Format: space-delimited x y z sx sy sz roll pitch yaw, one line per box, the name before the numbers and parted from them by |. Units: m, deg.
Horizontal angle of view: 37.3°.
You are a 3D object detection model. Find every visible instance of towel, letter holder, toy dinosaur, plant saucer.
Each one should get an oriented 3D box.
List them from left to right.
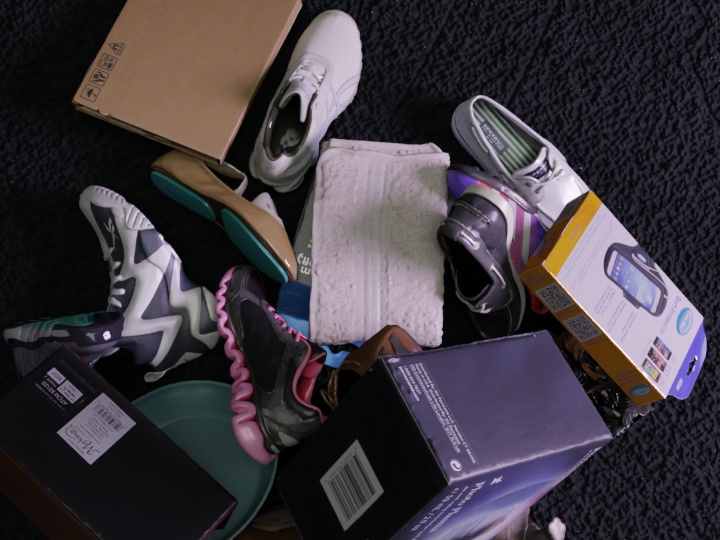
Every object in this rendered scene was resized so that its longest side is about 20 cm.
letter holder | -0.221 0.187 0.913 0.200 0.142 0.101 40 58 8
plant saucer | -0.170 0.196 1.013 0.200 0.036 0.200 -8 48 9
towel | 0.018 -0.027 1.026 0.132 0.034 0.200 2 84 -5
toy dinosaur | 0.227 0.102 1.069 0.200 0.102 0.136 -40 73 9

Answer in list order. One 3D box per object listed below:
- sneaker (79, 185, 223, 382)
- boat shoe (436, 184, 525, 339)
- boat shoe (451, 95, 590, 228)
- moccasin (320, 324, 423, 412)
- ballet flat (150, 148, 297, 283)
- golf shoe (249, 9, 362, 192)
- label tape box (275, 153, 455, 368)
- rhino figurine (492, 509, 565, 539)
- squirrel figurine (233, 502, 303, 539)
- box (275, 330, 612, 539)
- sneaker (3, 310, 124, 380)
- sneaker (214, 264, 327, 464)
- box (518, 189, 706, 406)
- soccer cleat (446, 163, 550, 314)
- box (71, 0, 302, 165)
sneaker | -0.235 0.023 1.043 0.130 0.079 0.199 -43 99 -15
boat shoe | 0.112 0.008 1.025 0.072 0.200 0.068 20 58 29
boat shoe | 0.172 -0.099 1.092 0.200 0.067 0.074 39 83 0
moccasin | 0.002 0.115 0.992 0.078 0.201 0.074 -40 88 -23
ballet flat | -0.122 -0.065 1.046 0.200 0.069 0.063 37 67 21
golf shoe | -0.049 -0.177 1.070 0.078 0.097 0.200 20 82 0
label tape box | 0.000 0.000 1.072 0.144 0.063 0.200 17 83 -2
rhino figurine | 0.130 0.204 1.054 0.060 0.087 0.200 -20 85 -33
squirrel figurine | -0.080 0.328 1.016 0.200 0.142 0.187 -9 96 9
box | 0.070 0.162 0.916 0.198 0.200 0.123 -7 57 -40
sneaker | -0.268 0.085 0.991 0.074 0.200 0.088 -11 93 -35
sneaker | -0.077 0.077 0.999 0.095 0.079 0.200 -21 61 13
box | 0.250 0.034 1.022 0.200 0.041 0.119 48 52 -11
soccer cleat | 0.146 -0.031 1.050 0.200 0.068 0.073 38 84 -34
box | -0.172 -0.220 1.076 0.163 0.021 0.200 22 73 5
